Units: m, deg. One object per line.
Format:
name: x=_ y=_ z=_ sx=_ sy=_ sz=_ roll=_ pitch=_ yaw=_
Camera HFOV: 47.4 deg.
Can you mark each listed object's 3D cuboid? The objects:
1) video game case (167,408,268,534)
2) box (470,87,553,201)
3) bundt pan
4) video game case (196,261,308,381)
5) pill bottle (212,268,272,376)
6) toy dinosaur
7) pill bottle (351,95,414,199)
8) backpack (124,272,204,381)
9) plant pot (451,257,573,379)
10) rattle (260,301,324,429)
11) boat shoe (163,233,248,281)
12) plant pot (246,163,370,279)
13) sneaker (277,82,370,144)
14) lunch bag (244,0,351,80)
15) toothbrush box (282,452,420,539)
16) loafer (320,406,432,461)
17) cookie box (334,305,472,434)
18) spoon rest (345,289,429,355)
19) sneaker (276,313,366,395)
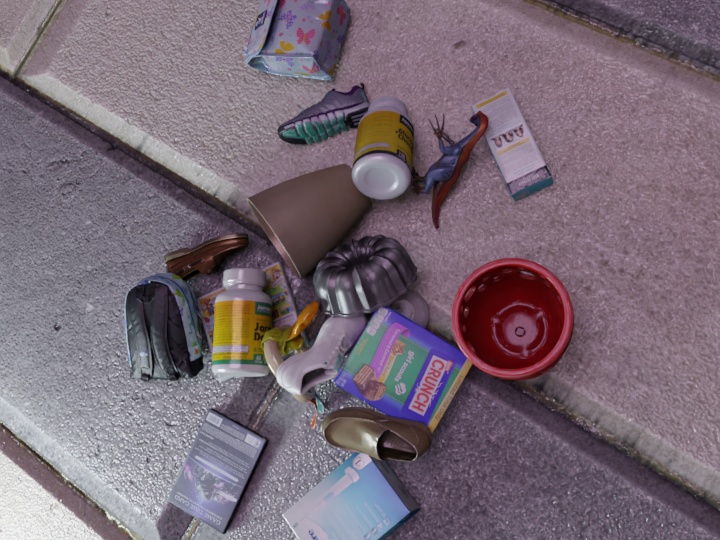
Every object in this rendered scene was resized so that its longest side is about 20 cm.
video game case: x=-0.283 y=0.394 z=1.620 sx=0.143 sy=0.019 sz=0.200 roll=24 pitch=88 yaw=21
box: x=0.287 y=-0.239 z=1.554 sx=0.082 sy=0.049 sz=0.200 roll=-24 pitch=73 yaw=12
bundt pan: x=0.000 y=0.000 z=1.516 sx=0.201 sy=0.202 sz=0.076 roll=-16 pitch=116 yaw=14
video game case: x=-0.221 y=0.103 z=1.659 sx=0.200 sy=0.023 sz=0.182 roll=-24 pitch=73 yaw=13
pill bottle: x=-0.228 y=0.101 z=1.589 sx=0.112 sy=0.113 sz=0.201 roll=-3 pitch=78 yaw=17
toy dinosaur: x=0.179 y=-0.214 z=1.561 sx=0.181 sy=0.105 sz=0.200 roll=-25 pitch=107 yaw=20
pill bottle: x=0.046 y=-0.240 z=1.568 sx=0.112 sy=0.112 sz=0.200 roll=-7 pitch=48 yaw=16
backpack: x=-0.397 y=0.106 z=1.649 sx=0.163 sy=0.154 sz=0.201 roll=-6 pitch=112 yaw=20
plant pot: x=0.271 y=0.092 z=1.420 sx=0.200 sy=0.182 sz=0.201 roll=-4 pitch=78 yaw=17
rattle: x=-0.083 y=0.177 z=1.532 sx=0.143 sy=0.130 sz=0.200 roll=-31 pitch=82 yaw=8
boat shoe: x=-0.312 y=-0.022 z=1.693 sx=0.200 sy=0.072 sz=0.068 roll=-18 pitch=78 yaw=24
plant pot: x=-0.087 y=-0.116 z=1.592 sx=0.200 sy=0.187 sz=0.187 roll=-35 pitch=70 yaw=-8
sneaker: x=-0.076 y=-0.323 z=1.683 sx=0.199 sy=0.074 sz=0.088 roll=-14 pitch=65 yaw=3
lunch bag: x=-0.143 y=-0.499 z=1.705 sx=0.200 sy=0.127 sz=0.170 roll=12 pitch=81 yaw=26
toothbrush box: x=-0.016 y=0.440 z=1.490 sx=0.200 sy=0.085 sz=0.146 roll=-42 pitch=69 yaw=4
loafer: x=0.024 y=0.289 z=1.433 sx=0.199 sy=0.067 sz=0.076 roll=3 pitch=106 yaw=10
cookie box: x=0.079 y=0.181 z=1.491 sx=0.200 sy=0.075 sz=0.171 roll=30 pitch=88 yaw=1
spoon rest: x=0.037 y=0.107 z=1.566 sx=0.200 sy=0.061 sz=0.100 roll=-26 pitch=73 yaw=-3
sneaker: x=-0.052 y=0.151 z=1.462 sx=0.200 sy=0.075 sz=0.088 roll=-43 pitch=32 yaw=-16
